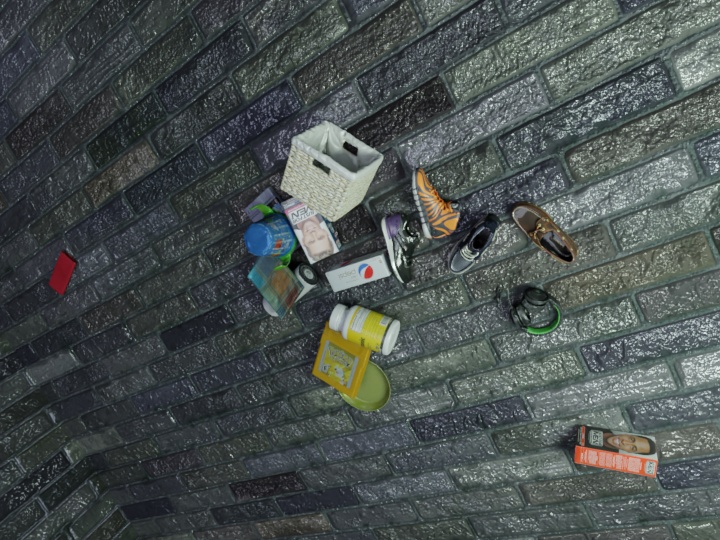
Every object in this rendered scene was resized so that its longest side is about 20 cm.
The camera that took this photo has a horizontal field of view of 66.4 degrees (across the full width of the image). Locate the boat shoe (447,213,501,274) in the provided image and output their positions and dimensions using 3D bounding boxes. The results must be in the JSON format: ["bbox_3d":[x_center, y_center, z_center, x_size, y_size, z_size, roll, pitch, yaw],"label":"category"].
[{"bbox_3d":[0.288,-0.058,1.451,0.074,0.093,0.201,35,121,7],"label":"boat shoe"}]

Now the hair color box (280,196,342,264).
[{"bbox_3d":[-0.143,-0.132,1.621,0.099,0.061,0.201,-24,101,14],"label":"hair color box"}]

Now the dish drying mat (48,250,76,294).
[{"bbox_3d":[-1.190,0.011,2.198,0.077,0.018,0.200,41,121,2],"label":"dish drying mat"}]

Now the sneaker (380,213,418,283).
[{"bbox_3d":[0.125,-0.060,1.539,0.087,0.076,0.201,-12,106,22],"label":"sneaker"}]

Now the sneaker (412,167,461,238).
[{"bbox_3d":[0.207,-0.185,1.453,0.111,0.078,0.201,-8,119,23],"label":"sneaker"}]

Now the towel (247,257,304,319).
[{"bbox_3d":[-0.268,0.033,1.711,0.200,0.022,0.147,48,120,23],"label":"towel"}]

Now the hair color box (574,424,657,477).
[{"bbox_3d":[0.692,0.489,1.499,0.198,0.102,0.062,4,113,22],"label":"hair color box"}]

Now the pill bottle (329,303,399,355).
[{"bbox_3d":[0.011,0.171,1.666,0.199,0.111,0.112,20,118,16],"label":"pill bottle"}]

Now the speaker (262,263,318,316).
[{"bbox_3d":[-0.225,0.064,1.745,0.200,0.081,0.081,-40,92,32],"label":"speaker"}]

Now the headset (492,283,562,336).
[{"bbox_3d":[0.439,0.104,1.452,0.199,0.094,0.124,33,121,-5],"label":"headset"}]

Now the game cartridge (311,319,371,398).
[{"bbox_3d":[-0.061,0.283,1.762,0.175,0.032,0.201,26,113,25],"label":"game cartridge"}]

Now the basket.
[{"bbox_3d":[-0.078,-0.268,1.471,0.198,0.200,0.161,33,127,8],"label":"basket"}]

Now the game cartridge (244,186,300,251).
[{"bbox_3d":[-0.258,-0.145,1.698,0.129,0.038,0.200,-34,95,36],"label":"game cartridge"}]

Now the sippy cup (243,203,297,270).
[{"bbox_3d":[-0.271,-0.098,1.615,0.177,0.130,0.140,35,109,12],"label":"sippy cup"}]

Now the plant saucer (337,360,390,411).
[{"bbox_3d":[0.010,0.365,1.797,0.199,0.031,0.202,10,115,22],"label":"plant saucer"}]

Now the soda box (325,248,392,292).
[{"bbox_3d":[0.000,0.000,1.625,0.199,0.064,0.069,-17,104,30],"label":"soda box"}]

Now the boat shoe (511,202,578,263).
[{"bbox_3d":[0.460,-0.095,1.372,0.200,0.070,0.071,38,123,7],"label":"boat shoe"}]
